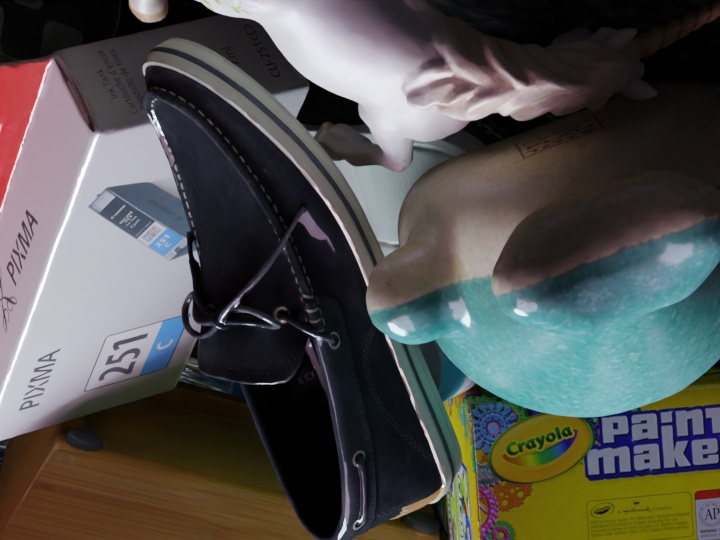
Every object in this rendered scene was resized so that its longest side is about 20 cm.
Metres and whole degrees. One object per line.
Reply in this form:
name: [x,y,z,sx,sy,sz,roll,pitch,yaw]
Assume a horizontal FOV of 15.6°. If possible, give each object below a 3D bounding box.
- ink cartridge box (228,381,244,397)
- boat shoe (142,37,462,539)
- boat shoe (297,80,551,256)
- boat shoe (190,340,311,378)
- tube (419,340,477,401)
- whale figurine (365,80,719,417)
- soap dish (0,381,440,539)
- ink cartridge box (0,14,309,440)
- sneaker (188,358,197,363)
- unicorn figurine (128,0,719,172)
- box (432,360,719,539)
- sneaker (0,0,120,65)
ink cartridge box: [0.036,0.066,1.300,0.199,0.129,0.125,16,166,-2]
boat shoe: [-0.029,0.012,0.923,0.074,0.062,0.201,14,135,54]
boat shoe: [-0.012,-0.044,1.047,0.199,0.076,0.060,13,-148,35]
boat shoe: [-0.091,0.021,1.217,0.199,0.073,0.063,9,139,23]
tube: [0.077,0.006,1.042,0.077,0.051,0.199,8,-160,41]
whale figurine: [0.082,0.002,0.873,0.158,0.104,0.200,-20,-173,1]
soap dish: [-0.058,0.107,1.138,0.199,0.082,0.157,14,-166,-7]
ink cartridge box: [-0.128,-0.006,0.997,0.175,0.045,0.200,-15,149,-31]
sneaker: [-0.110,0.011,1.357,0.098,0.071,0.200,7,169,11]
unicorn figurine: [0.004,-0.080,0.872,0.199,0.074,0.137,18,170,-23]
box: [0.134,0.090,1.079,0.198,0.123,0.193,-5,-174,-4]
sneaker: [-0.189,-0.115,0.937,0.199,0.075,0.088,26,161,-37]
